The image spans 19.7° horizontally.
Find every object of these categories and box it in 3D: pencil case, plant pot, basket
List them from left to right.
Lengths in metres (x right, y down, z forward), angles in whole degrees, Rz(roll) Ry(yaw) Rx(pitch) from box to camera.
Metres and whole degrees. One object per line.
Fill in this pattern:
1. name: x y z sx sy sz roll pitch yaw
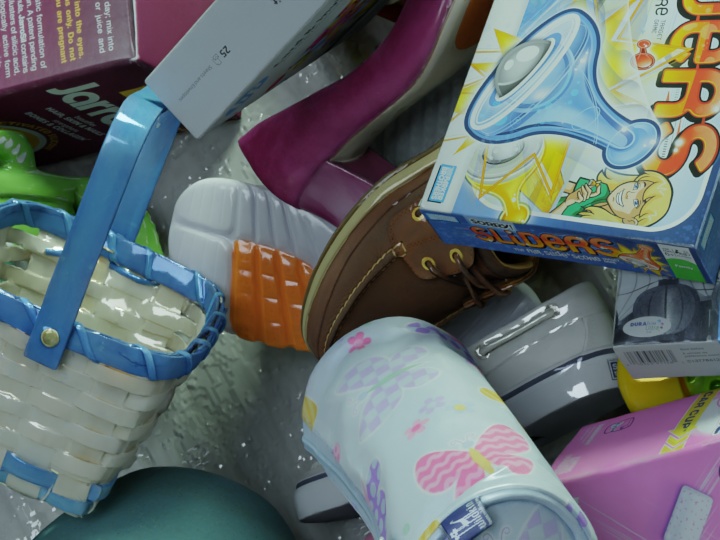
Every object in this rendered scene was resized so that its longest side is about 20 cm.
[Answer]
1. basket: -0.131 0.002 0.999 0.138 0.176 0.201 26 101 -1
2. plant pot: -0.096 0.179 1.030 0.198 0.201 0.136 -2 53 22
3. pencil case: 0.034 0.093 0.897 0.090 0.083 0.200 -37 25 2

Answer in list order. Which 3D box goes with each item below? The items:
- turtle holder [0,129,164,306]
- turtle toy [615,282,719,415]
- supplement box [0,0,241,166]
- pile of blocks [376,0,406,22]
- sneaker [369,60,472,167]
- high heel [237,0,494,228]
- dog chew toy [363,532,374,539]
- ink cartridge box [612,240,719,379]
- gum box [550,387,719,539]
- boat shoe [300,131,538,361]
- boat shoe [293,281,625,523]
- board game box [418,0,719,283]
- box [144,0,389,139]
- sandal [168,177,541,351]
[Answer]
1. turtle holder: -0.205 0.004 1.142 0.141 0.184 0.133 -24 69 59
2. turtle toy: 0.195 0.029 0.971 0.144 0.101 0.202 -14 73 19
3. supplement box: -0.183 -0.125 1.153 0.198 0.131 0.104 -12 75 21
4. pile of blocks: 0.042 -0.172 1.112 0.198 0.082 0.063 -15 106 27
5. sneaker: 0.055 -0.095 1.077 0.199 0.080 0.079 -21 115 32
6. high heel: 0.008 -0.114 1.012 0.096 0.067 0.201 35 122 20
7. dog chew toy: 0.035 0.177 0.948 0.123 0.200 0.126 2 97 15
8. ink cartridge box: 0.170 -0.051 0.923 0.099 0.039 0.202 -6 60 25
9. gum box: 0.175 0.157 0.918 0.113 0.066 0.201 -19 102 32
10. boat shoe: 0.048 -0.018 0.991 0.200 0.072 0.068 -46 43 15
11. boat shoe: 0.044 0.067 1.031 0.199 0.072 0.066 -30 69 32
12. board game box: 0.121 -0.099 0.929 0.134 0.034 0.202 8 67 29
13. box: -0.001 -0.152 0.974 0.041 0.200 0.156 47 120 1
14. sandal: -0.002 0.008 1.090 0.205 0.059 0.080 17 103 7
